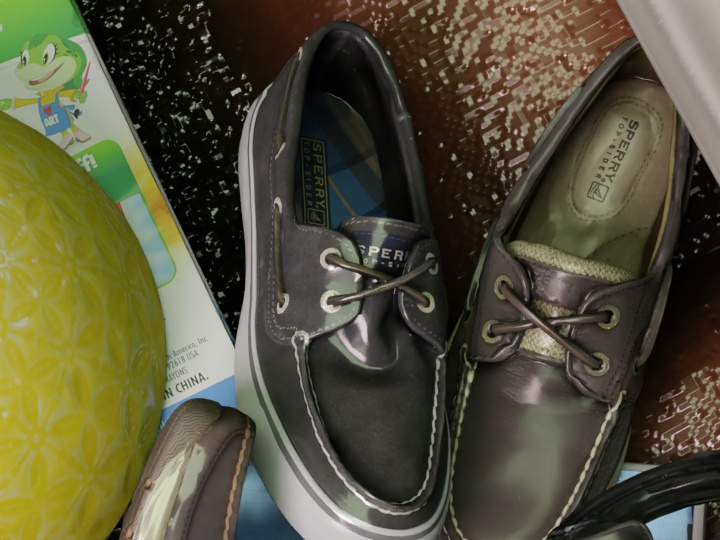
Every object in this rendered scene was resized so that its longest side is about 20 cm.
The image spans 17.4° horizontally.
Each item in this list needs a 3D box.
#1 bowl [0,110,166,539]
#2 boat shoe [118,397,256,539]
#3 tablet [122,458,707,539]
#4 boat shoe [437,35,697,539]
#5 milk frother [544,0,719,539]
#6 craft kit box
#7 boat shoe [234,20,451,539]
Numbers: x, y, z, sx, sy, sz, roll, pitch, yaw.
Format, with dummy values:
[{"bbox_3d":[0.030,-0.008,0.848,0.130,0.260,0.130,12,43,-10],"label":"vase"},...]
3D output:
[{"bbox_3d":[-0.169,0.019,0.741,0.199,0.108,0.201,-2,71,7],"label":"bowl"},{"bbox_3d":[-0.049,0.138,0.747,0.073,0.075,0.201,9,105,-5],"label":"boat shoe"},{"bbox_3d":[0.014,0.123,0.796,0.199,0.014,0.131,4,74,6],"label":"tablet"},{"bbox_3d":[0.066,0.009,0.792,0.073,0.065,0.201,13,68,10],"label":"boat shoe"},{"bbox_3d":[0.107,-0.018,0.659,0.200,0.181,0.189,-25,80,-16],"label":"milk frother"},{"bbox_3d":[-0.158,0.011,0.821,0.200,0.049,0.198,-25,72,-2],"label":"craft kit box"},{"bbox_3d":[0.000,0.000,0.775,0.070,0.066,0.200,10,49,-17],"label":"boat shoe"}]
